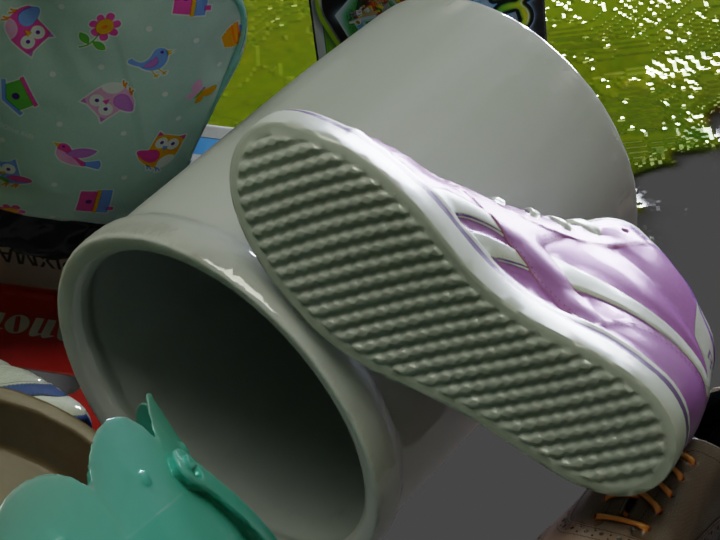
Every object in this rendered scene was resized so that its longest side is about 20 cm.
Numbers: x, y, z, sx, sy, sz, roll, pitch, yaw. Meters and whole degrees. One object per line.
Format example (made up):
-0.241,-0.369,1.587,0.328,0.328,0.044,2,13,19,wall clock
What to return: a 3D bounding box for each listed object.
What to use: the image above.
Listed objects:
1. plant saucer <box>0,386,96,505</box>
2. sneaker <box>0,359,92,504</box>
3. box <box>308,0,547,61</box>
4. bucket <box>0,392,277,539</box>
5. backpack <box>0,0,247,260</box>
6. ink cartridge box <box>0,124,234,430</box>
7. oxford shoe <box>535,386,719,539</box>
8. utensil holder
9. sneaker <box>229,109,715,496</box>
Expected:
-0.163,0.139,0.999,0.198,0.030,0.202,7,62,-13,plant saucer
-0.186,0.108,1.055,0.088,0.076,0.200,14,48,25,sneaker
0.030,-0.122,1.177,0.109,0.201,0.035,-9,42,0,box
-0.106,0.156,0.875,0.207,0.207,0.135,-38,89,-29,bucket
-0.121,-0.101,1.088,0.166,0.201,0.127,7,41,-29,backpack
-0.139,-0.004,1.193,0.198,0.045,0.177,7,44,16,ink cartridge box
0.100,0.098,0.971,0.071,0.073,0.200,16,22,22,oxford shoe
0.000,0.000,1.076,0.169,0.171,0.200,24,51,30,utensil holder
0.047,-0.002,0.973,0.200,0.073,0.114,38,34,1,sneaker
